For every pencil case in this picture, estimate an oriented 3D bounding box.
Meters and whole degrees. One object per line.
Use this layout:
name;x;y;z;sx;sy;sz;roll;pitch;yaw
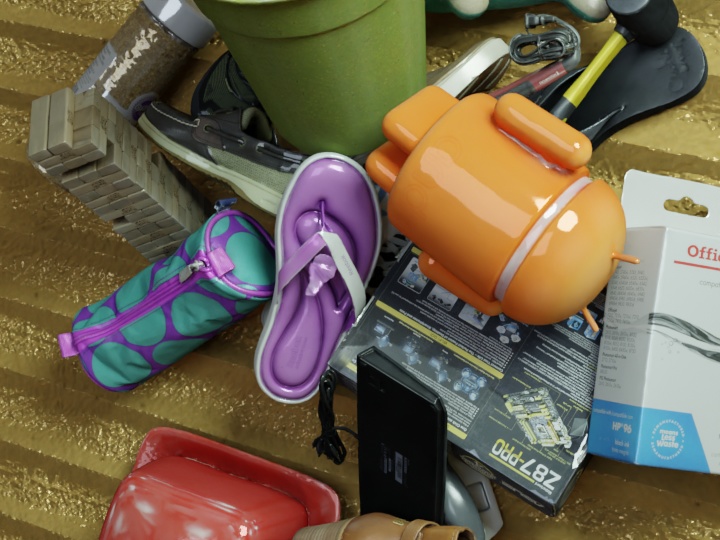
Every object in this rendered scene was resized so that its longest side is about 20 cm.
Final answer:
pencil case;-0.151;0.025;1.155;0.199;0.092;0.086;-33;69;35

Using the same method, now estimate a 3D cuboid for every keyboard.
keyboard;0.014;0.127;1.048;0.126;0.201;0.021;30;53;25

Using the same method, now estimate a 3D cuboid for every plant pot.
plant pot;-0.027;-0.187;1.014;0.198;0.191;0.202;-7;49;9

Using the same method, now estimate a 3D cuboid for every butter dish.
butter dish;-0.142;0.240;1.125;0.198;0.148;0.202;16;91;25

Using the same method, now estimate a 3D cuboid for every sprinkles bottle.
sprinkles bottle;-0.208;-0.160;1.237;0.200;0.068;0.068;-49;69;13

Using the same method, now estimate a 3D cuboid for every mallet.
mallet;0.153;-0.133;1.033;0.200;0.066;0.041;-49;58;1

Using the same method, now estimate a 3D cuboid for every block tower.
block tower;-0.183;-0.067;1.142;0.054;0.200;0.058;-17;56;21

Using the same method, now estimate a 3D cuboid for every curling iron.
curling iron;0.080;-0.124;1.053;0.199;0.025;0.050;-35;78;29

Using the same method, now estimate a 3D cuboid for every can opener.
can opener;0.059;0.114;1.086;0.053;0.067;0.202;-16;80;-9

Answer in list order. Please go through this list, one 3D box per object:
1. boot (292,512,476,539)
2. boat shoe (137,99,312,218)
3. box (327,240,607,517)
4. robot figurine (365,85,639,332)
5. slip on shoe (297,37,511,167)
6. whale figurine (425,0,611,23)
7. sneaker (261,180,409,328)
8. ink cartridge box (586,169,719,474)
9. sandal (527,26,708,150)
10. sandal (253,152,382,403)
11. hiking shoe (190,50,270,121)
boot;0.032;0.280;1.061;0.154;0.076;0.203;-8;87;34
boat shoe;-0.093;-0.098;1.138;0.200;0.072;0.067;31;100;30
box;0.100;0.060;1.052;0.199;0.049;0.162;30;74;18
robot figurine;0.098;-0.041;0.983;0.199;0.117;0.144;39;97;15
slip on shoe;0.031;-0.124;1.126;0.200;0.076;0.061;-41;78;23
whale figurine;0.103;-0.240;1.097;0.198;0.104;0.160;22;57;4
sneaker;0.000;0.000;1.124;0.200;0.072;0.073;-48;54;19
ink cartridge box;0.233;0.036;0.989;0.068;0.115;0.203;-178;96;-68
sandal;0.165;-0.123;1.079;0.199;0.043;0.077;-34;72;18
sandal;-0.029;0.014;1.063;0.081;0.050;0.205;8;112;-9
hiking shoe;-0.073;-0.187;1.161;0.199;0.100;0.076;-37;71;16
